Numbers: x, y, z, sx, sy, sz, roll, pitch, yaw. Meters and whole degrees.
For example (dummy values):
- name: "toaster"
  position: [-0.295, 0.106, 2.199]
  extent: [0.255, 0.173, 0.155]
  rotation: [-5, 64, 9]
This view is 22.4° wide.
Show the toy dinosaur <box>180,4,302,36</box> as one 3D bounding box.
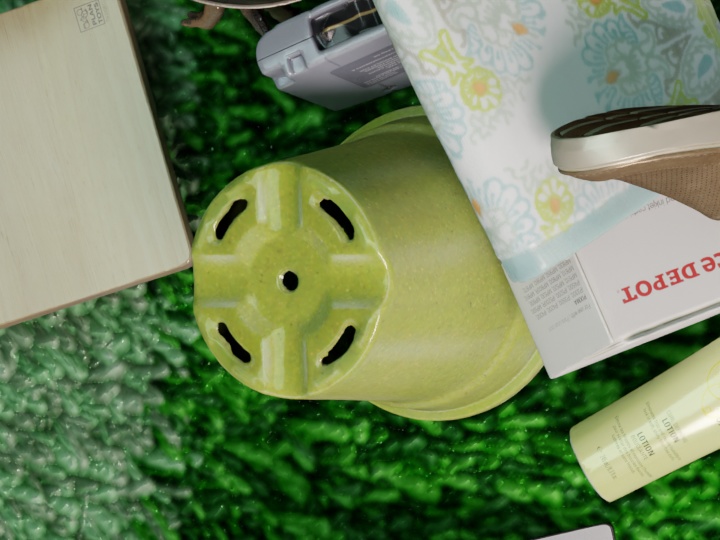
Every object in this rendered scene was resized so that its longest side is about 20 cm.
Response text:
- name: "toy dinosaur"
  position: [-0.065, -0.232, 1.135]
  extent: [0.085, 0.201, 0.136]
  rotation: [11, 137, 0]

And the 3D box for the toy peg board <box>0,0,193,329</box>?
- name: "toy peg board"
  position: [-0.222, -0.068, 1.251]
  extent: [0.197, 0.098, 0.202]
  rotation: [-18, 84, 8]

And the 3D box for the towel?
- name: "towel"
  position: [0.113, -0.111, 0.958]
  extent: [0.048, 0.199, 0.172]
  rotation: [-21, 99, 58]

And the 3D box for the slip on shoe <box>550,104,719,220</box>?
- name: "slip on shoe"
  position: [0.182, -0.054, 0.923]
  extent: [0.076, 0.199, 0.061]
  rotation: [8, 104, 52]

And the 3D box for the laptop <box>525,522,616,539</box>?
- name: "laptop"
  position: [0.083, 0.261, 1.050]
  extent: [0.198, 0.116, 0.189]
  rotation: [-11, 86, -6]

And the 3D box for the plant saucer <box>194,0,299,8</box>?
- name: "plant saucer"
  position: [-0.065, -0.246, 1.078]
  extent: [0.198, 0.032, 0.202]
  rotation: [0, 78, 0]

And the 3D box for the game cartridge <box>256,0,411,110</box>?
- name: "game cartridge"
  position: [0.049, -0.153, 1.090]
  extent: [0.199, 0.133, 0.041]
  rotation: [-21, 76, 18]

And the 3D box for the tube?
- name: "tube"
  position: [0.218, 0.068, 1.066]
  extent: [0.199, 0.058, 0.052]
  rotation: [-30, 44, 17]

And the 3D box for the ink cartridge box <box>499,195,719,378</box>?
- name: "ink cartridge box"
  position: [0.141, -0.058, 1.038]
  extent: [0.083, 0.146, 0.202]
  rotation: [-39, 71, 61]

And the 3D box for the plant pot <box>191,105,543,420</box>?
- name: "plant pot"
  position: [0.000, 0.000, 1.078]
  extent: [0.199, 0.184, 0.203]
  rotation: [2, 94, 30]
